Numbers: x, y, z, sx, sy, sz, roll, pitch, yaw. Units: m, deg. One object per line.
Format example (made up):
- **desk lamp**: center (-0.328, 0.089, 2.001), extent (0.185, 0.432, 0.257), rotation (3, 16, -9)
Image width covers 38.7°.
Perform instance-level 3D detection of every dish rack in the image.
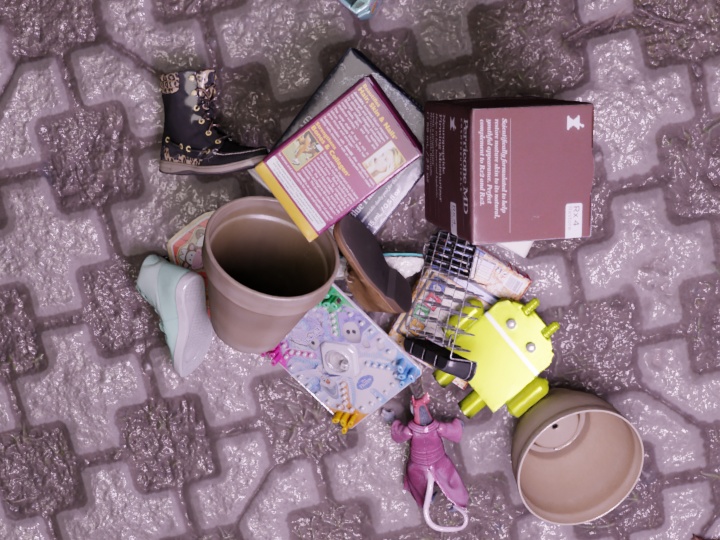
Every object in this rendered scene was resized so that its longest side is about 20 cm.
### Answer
- **dish rack**: center (0.128, 0.045, 1.494), extent (0.054, 0.153, 0.204), rotation (10, 95, -28)

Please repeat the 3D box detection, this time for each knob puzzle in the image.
- **knob puzzle**: center (-0.211, -0.006, 1.605), extent (0.215, 0.030, 0.225), rotation (1, 102, 3)

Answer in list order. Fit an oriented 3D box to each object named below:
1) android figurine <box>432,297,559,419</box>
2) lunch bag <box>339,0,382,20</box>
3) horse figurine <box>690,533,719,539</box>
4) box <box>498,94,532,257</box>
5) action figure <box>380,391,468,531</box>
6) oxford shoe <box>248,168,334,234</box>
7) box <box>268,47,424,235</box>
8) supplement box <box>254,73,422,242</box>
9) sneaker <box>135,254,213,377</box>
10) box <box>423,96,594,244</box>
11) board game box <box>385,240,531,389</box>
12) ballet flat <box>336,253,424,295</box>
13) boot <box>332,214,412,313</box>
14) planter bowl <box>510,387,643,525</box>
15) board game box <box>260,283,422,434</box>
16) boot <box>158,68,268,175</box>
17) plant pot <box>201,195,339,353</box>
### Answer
- **android figurine**: center (0.209, 0.127, 1.549), extent (0.199, 0.041, 0.183), rotation (-40, 87, 12)
- **lunch bag**: center (-0.015, -0.452, 1.430), extent (0.119, 0.170, 0.204), rotation (-8, 99, 3)
- **horse figurine**: center (0.597, 0.519, 1.658), extent (0.130, 0.050, 0.204), rotation (-16, 95, -7)
- **box**: center (0.235, -0.141, 1.504), extent (0.107, 0.128, 0.203), rotation (26, 103, -4)
- **action figure**: center (0.097, 0.285, 1.597), extent (0.131, 0.150, 0.204), rotation (-8, 115, 11)
- **oxford shoe**: center (-0.098, -0.099, 1.562), extent (0.199, 0.075, 0.058), rotation (38, 122, -5)
- **box**: center (0.002, -0.187, 1.513), extent (0.199, 0.118, 0.198), rotation (39, 101, -4)
- **supplement box**: center (-0.029, -0.156, 1.408), extent (0.199, 0.103, 0.132), rotation (-36, 98, 11)
- **sneaker**: center (-0.296, 0.065, 1.606), extent (0.117, 0.073, 0.203), rotation (28, 131, 28)
- **box**: center (0.185, -0.135, 1.324), extent (0.161, 0.200, 0.170), rotation (-4, 102, -13)
- **board game box**: center (0.149, 0.058, 1.591), extent (0.150, 0.046, 0.202), rotation (31, 102, -4)
- **ballet flat**: center (0.002, 0.006, 1.575), extent (0.196, 0.072, 0.073), rotation (1, 102, 11)
- **boot**: center (0.000, 0.000, 1.478), extent (0.074, 0.075, 0.201), rotation (-8, 139, 29)
- **planter bowl**: center (0.313, 0.265, 1.568), extent (0.196, 0.135, 0.204), rotation (-5, 115, -10)
- **board game box**: center (-0.035, 0.141, 1.581), extent (0.200, 0.026, 0.200), rotation (43, 130, -6)
- **boot**: center (-0.223, -0.220, 1.517), extent (0.197, 0.073, 0.154), rotation (2, 100, 35)
- **plant pot**: center (-0.146, 0.022, 1.502), extent (0.197, 0.202, 0.175), rotation (22, 134, -2)
